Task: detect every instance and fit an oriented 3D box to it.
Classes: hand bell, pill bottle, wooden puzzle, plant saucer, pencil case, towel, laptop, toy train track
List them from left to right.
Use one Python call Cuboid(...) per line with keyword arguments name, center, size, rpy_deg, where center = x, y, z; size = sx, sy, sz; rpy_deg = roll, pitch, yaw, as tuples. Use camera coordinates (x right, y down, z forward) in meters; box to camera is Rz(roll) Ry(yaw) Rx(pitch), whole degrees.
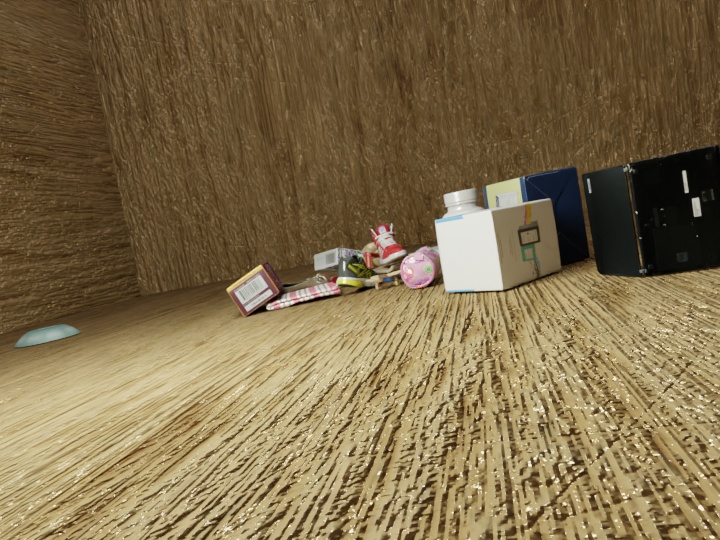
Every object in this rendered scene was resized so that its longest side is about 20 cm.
Cuboid(name="plant saucer", center=(-1.030, 0.209, 1.945), size=(0.197, 0.039, 0.201), rpy_deg=(-11, 5, 1))
Cuboid(name="towel", center=(-0.152, 0.070, 1.567), size=(0.196, 0.030, 0.146), rpy_deg=(-14, 4, -5))
Cuboid(name="hand bell", center=(0.074, -0.041, 1.915), size=(0.102, 0.106, 0.200), rpy_deg=(-12, 4, -14))
Cuboid(name="wooden puzzle", center=(0.098, 0.001, 1.726), size=(0.183, 0.047, 0.199), rpy_deg=(-14, 0, -38))
Cuboid(name="toy train track", center=(0.090, 0.024, 1.531), size=(0.113, 0.033, 0.199), rpy_deg=(-17, -6, 32))
Cuboid(name="pencil case", center=(0.148, -0.011, 1.429), size=(0.086, 0.089, 0.200), rpy_deg=(-10, 5, 14))
Cuboid(name="pill bottle", center=(0.277, -0.105, 1.546), size=(0.117, 0.204, 0.120), rpy_deg=(-11, 4, 1))
Cuboid(name="laptop", center=(0.469, -0.088, 0.951), size=(0.197, 0.181, 0.103), rpy_deg=(-10, 4, 26))

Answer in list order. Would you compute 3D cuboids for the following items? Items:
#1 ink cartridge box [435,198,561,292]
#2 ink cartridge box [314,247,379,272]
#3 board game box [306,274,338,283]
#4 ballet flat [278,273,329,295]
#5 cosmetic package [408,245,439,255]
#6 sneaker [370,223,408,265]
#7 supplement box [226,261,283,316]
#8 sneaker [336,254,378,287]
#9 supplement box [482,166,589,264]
Cuboid(name="ink cartridge box", center=(0.274, -0.050, 1.171), size=(0.198, 0.149, 0.146), rpy_deg=(-14, 5, -39))
Cuboid(name="ink cartridge box", center=(-0.027, -0.024, 1.734), size=(0.198, 0.051, 0.108), rpy_deg=(6, -13, -42))
Cuboid(name="board game box", center=(-0.109, 0.034, 1.819), size=(0.196, 0.040, 0.158), rpy_deg=(-11, 4, 6))
Cuboid(name="ballet flat", center=(-0.181, 0.042, 1.725), size=(0.197, 0.047, 0.067), rpy_deg=(-9, 16, 24))
Cuboid(name="cosmetic package", center=(0.275, -0.056, 1.966), size=(0.149, 0.053, 0.198), rpy_deg=(-11, 4, 40))
Cuboid(name="sneaker", center=(0.077, -0.077, 1.640), size=(0.070, 0.115, 0.200), rpy_deg=(-14, 0, -9))
Cuboid(name="supplement box", center=(-0.274, 0.046, 1.569), size=(0.109, 0.086, 0.200), rpy_deg=(-34, 5, -1))
Cuboid(name="sneaker", center=(0.000, 0.000, 1.559), size=(0.073, 0.086, 0.199), rpy_deg=(2, 3, 21))
Cuboid(name="supplement box", center=(0.393, -0.114, 1.349), size=(0.132, 0.204, 0.200), rpy_deg=(-11, 5, -13))
